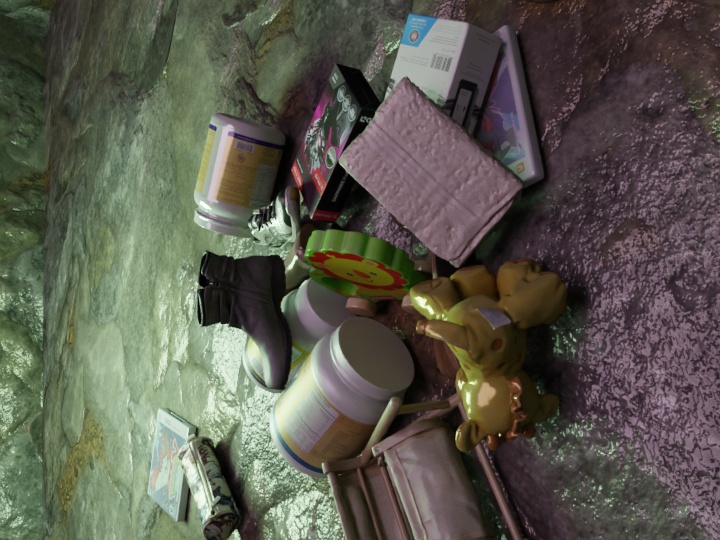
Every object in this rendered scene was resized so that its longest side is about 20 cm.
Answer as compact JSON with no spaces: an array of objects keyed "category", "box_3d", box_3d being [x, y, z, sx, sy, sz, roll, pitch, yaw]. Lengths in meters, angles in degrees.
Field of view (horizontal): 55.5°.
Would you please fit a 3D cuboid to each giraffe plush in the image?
[{"category":"giraffe plush","box_3d":[0.146,0.097,0.740,0.169,0.200,0.166,-10,107,12]}]

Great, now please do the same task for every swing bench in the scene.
[{"category":"swing bench","box_3d":[0.068,0.286,0.834,0.201,0.128,0.202,-52,48,41]}]

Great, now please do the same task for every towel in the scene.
[{"category":"towel","box_3d":[0.083,-0.113,0.805,0.200,0.034,0.133,44,108,6]}]

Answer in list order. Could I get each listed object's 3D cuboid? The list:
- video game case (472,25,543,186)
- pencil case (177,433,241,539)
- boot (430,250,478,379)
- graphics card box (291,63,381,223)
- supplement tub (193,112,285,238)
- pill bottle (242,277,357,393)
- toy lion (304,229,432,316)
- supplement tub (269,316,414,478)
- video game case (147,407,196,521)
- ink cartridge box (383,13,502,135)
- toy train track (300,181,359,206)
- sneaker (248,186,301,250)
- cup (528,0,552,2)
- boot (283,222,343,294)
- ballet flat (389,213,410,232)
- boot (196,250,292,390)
[{"category":"video game case","box_3d":[0.141,-0.177,0.880,0.181,0.023,0.204,-26,64,47]},{"category":"pencil case","box_3d":[-0.293,0.414,1.316,0.201,0.076,0.091,53,150,42]},{"category":"boot","box_3d":[0.110,0.038,0.861,0.075,0.072,0.205,-25,70,58]},{"category":"graphics card box","box_3d":[-0.037,-0.190,1.035,0.202,0.050,0.127,-60,38,35]},{"category":"supplement tub","box_3d":[-0.229,-0.176,1.274,0.145,0.143,0.204,31,109,50]},{"category":"pill bottle","box_3d":[-0.096,0.101,1.083,0.200,0.113,0.116,-44,52,38]},{"category":"toy lion","box_3d":[0.000,0.000,0.904,0.198,0.190,0.070,-6,64,52]},{"category":"supplement tub","box_3d":[-0.027,0.177,0.955,0.201,0.143,0.146,-54,46,32]},{"category":"video game case","box_3d":[-0.425,0.429,1.533,0.181,0.023,0.205,7,90,53]},{"category":"ink cartridge box","box_3d":[0.089,-0.207,0.867,0.115,0.067,0.204,32,110,48]},{"category":"toy train track","box_3d":[-0.054,-0.166,1.136,0.199,0.032,0.117,-35,58,45]},{"category":"sneaker","box_3d":[-0.143,-0.078,1.132,0.200,0.086,0.077,118,153,-70]},{"category":"cup","box_3d":[0.190,-0.429,0.772,0.198,0.141,0.205,-11,77,51]},{"category":"boot","box_3d":[-0.098,-0.005,1.067,0.146,0.200,0.071,-42,88,20]},{"category":"ballet flat","box_3d":[0.040,-0.140,0.997,0.067,0.046,0.203,-45,51,36]},{"category":"boot","box_3d":[-0.171,0.074,0.979,0.069,0.129,0.205,-24,71,56]}]
